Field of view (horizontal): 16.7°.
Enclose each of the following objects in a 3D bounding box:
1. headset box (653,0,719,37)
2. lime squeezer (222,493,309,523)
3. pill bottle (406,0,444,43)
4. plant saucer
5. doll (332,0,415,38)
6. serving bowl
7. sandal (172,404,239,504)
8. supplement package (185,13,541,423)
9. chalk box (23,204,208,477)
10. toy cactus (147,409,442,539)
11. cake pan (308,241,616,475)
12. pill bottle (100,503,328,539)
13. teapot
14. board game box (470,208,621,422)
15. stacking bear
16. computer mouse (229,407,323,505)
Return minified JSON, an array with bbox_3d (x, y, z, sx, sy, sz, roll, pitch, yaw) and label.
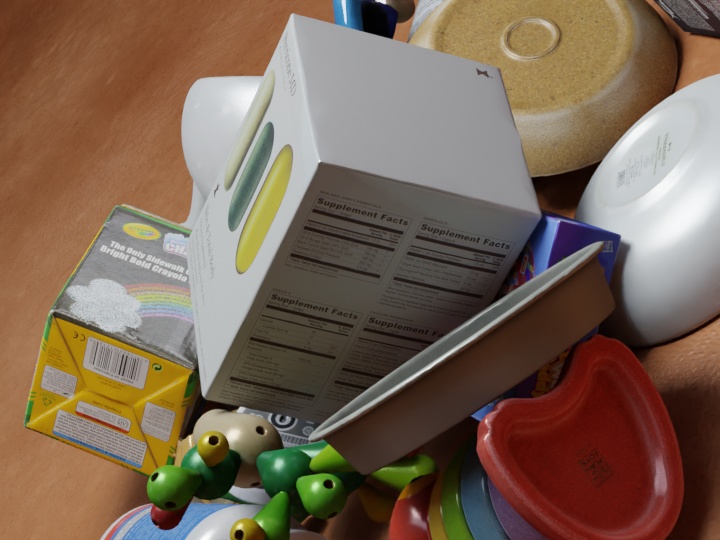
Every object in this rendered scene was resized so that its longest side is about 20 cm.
[{"bbox_3d":[0.283,-0.230,1.638,0.149,0.077,0.200,-51,20,-4],"label":"headset box"},{"bbox_3d":[-0.037,0.132,1.681,0.199,0.071,0.038,-24,-3,-18],"label":"lime squeezer"},{"bbox_3d":[0.085,-0.142,1.820,0.113,0.113,0.201,-32,28,36],"label":"pill bottle"},{"bbox_3d":[0.121,-0.151,1.716,0.199,0.036,0.201,-6,50,7],"label":"plant saucer"},{"bbox_3d":[0.003,-0.166,1.806,0.048,0.137,0.200,-5,36,12],"label":"doll"},{"bbox_3d":[0.198,-0.051,1.524,0.200,0.066,0.200,-41,23,22],"label":"serving bowl"},{"bbox_3d":[-0.105,0.127,1.824,0.080,0.054,0.201,-28,30,43],"label":"sandal"},{"bbox_3d":[-0.004,-0.025,1.551,0.152,0.150,0.201,-101,31,-47],"label":"supplement package"},{"bbox_3d":[-0.164,0.042,1.912,0.200,0.124,0.124,-63,-7,-53],"label":"chalk box"},{"bbox_3d":[-0.049,0.128,1.490,0.199,0.103,0.165,-12,17,-28],"label":"toy cactus"},{"bbox_3d":[0.062,0.053,1.379,0.200,0.037,0.200,-33,0,0],"label":"cake pan"},{"bbox_3d":[-0.089,0.207,1.587,0.113,0.112,0.200,-58,22,-21],"label":"pill bottle"},{"bbox_3d":[-0.048,-0.075,1.930,0.200,0.196,0.147,-176,88,-87],"label":"teapot"},{"bbox_3d":[0.089,0.024,1.560,0.200,0.045,0.135,-154,78,-68],"label":"board game box"},{"bbox_3d":[0.083,0.137,1.384,0.121,0.114,0.200,-33,-3,-36],"label":"stacking bear"},{"bbox_3d":[-0.044,0.088,1.649,0.044,0.109,0.201,91,-163,-48],"label":"computer mouse"}]
